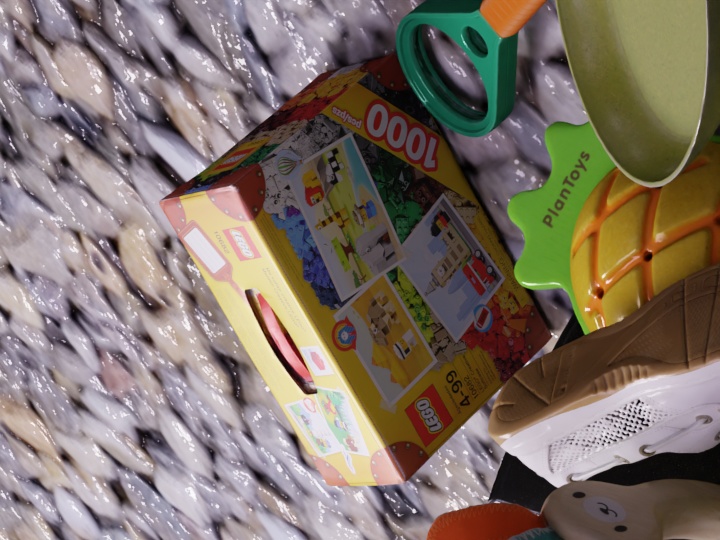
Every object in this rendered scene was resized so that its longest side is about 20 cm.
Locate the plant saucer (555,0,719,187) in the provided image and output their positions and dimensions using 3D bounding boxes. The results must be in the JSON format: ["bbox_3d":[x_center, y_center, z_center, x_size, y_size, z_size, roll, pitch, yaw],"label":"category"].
[{"bbox_3d":[0.137,-0.141,1.180,0.200,0.031,0.201,170,90,-76],"label":"plant saucer"}]

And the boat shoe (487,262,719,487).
[{"bbox_3d":[0.156,0.054,1.203,0.200,0.071,0.069,-25,119,39],"label":"boat shoe"}]

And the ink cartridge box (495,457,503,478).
[{"bbox_3d":[0.119,0.197,1.600,0.095,0.037,0.200,35,146,20],"label":"ink cartridge box"}]

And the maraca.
[{"bbox_3d":[0.158,-0.010,1.289,0.200,0.138,0.107,35,-170,36],"label":"maraca"}]

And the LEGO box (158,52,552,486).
[{"bbox_3d":[0.000,0.000,1.438,0.077,0.149,0.200,-9,117,51],"label":"LEGO box"}]

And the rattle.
[{"bbox_3d":[0.144,0.101,1.147,0.199,0.130,0.143,17,134,0],"label":"rattle"}]

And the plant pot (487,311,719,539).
[{"bbox_3d":[0.181,0.137,1.347,0.199,0.177,0.200,15,133,40],"label":"plant pot"}]

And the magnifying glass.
[{"bbox_3d":[0.068,-0.128,1.323,0.080,0.022,0.200,52,159,3],"label":"magnifying glass"}]
